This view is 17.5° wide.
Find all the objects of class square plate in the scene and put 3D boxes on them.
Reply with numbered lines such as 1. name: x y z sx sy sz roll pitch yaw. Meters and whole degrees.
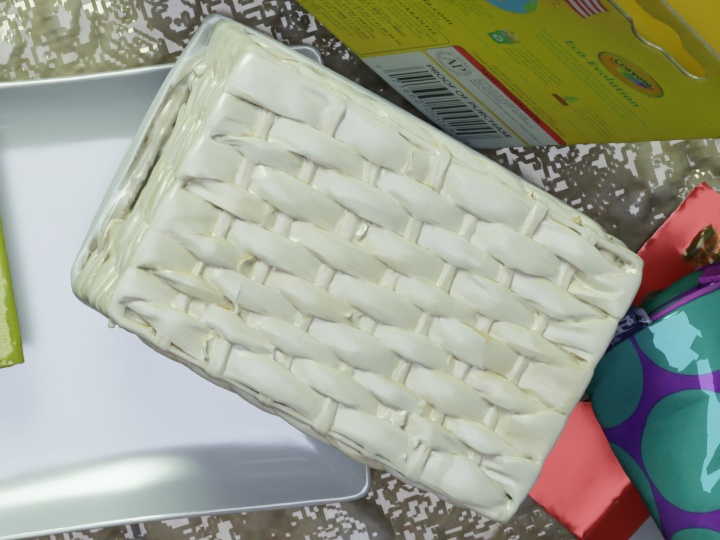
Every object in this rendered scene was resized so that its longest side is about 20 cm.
1. square plate: -0.104 0.012 1.011 0.199 0.028 0.199 -7 97 -2

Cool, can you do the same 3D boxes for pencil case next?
1. pencil case: 0.171 0.096 0.966 0.092 0.085 0.200 -37 81 38

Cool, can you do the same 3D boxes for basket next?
1. basket: 0.000 0.000 0.938 0.200 0.123 0.136 28 91 -12

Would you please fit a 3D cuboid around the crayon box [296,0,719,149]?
1. crayon box: 0.070 -0.103 0.903 0.127 0.200 0.051 39 71 -29

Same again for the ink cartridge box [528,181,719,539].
1. ink cartridge box: 0.175 0.088 1.023 0.200 0.057 0.163 41 94 -11

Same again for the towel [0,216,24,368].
1. towel: -0.198 -0.052 0.978 0.086 0.018 0.201 -8 95 2
